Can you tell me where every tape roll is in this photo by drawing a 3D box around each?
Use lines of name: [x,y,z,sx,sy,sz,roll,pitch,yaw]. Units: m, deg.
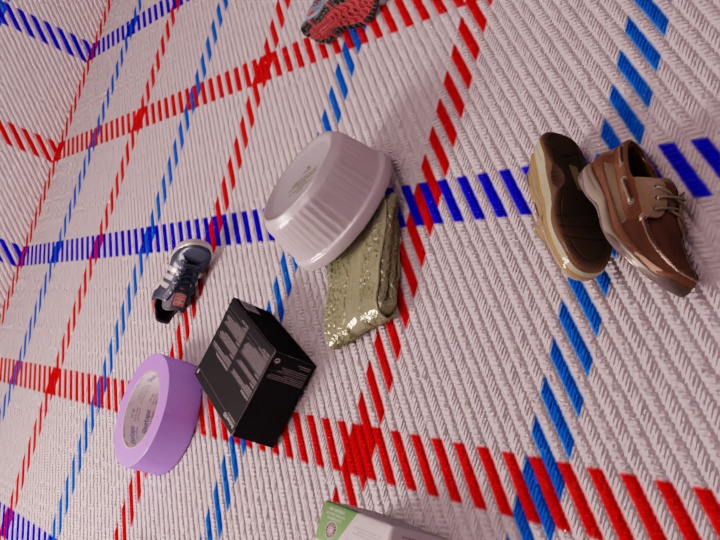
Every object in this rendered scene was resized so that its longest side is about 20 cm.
tape roll: [-0.351,0.247,1.793,0.200,0.066,0.201,-34,45,42]

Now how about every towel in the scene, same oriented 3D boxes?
towel: [0.000,0.000,1.423,0.148,0.036,0.201,-33,45,46]

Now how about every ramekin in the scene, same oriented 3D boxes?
ramekin: [-0.054,-0.107,1.472,0.202,0.094,0.203,-44,22,23]

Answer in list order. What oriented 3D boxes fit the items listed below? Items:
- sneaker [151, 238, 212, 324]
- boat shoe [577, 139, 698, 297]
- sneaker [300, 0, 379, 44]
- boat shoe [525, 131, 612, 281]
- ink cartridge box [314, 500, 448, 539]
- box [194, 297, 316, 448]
sneaker: [-0.324,0.026,1.887,0.200,0.075,0.085,-53,31,42]
boat shoe: [0.272,-0.058,0.993,0.072,0.076,0.200,-49,37,26]
sneaker: [-0.033,-0.451,1.722,0.200,0.079,0.096,-8,62,56]
boat shoe: [0.214,-0.055,1.102,0.200,0.071,0.076,-89,22,-44]
ink cartridge box: [0.000,0.369,1.138,0.146,0.084,0.201,1,72,58]
box: [-0.160,0.148,1.541,0.141,0.079,0.200,-60,32,8]
